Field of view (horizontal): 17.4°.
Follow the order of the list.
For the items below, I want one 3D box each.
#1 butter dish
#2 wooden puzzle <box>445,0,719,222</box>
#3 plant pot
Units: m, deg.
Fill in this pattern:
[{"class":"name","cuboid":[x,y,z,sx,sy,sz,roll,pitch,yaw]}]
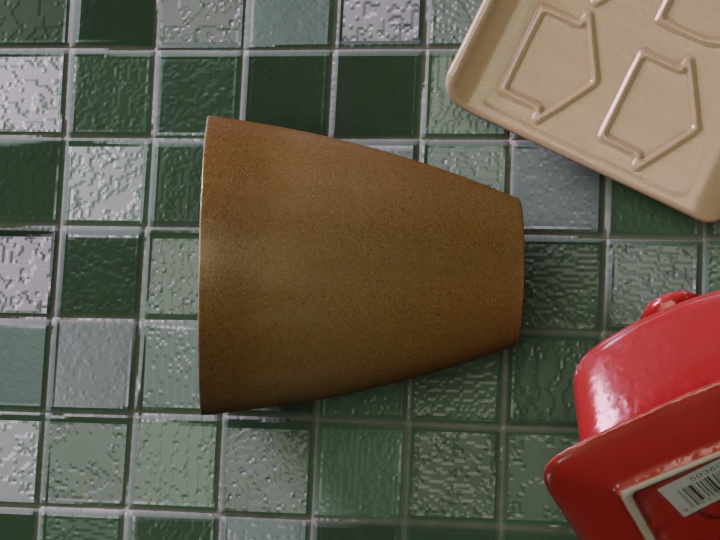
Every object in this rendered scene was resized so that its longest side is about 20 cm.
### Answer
[{"class":"butter dish","cuboid":[0.207,0.078,1.418,0.199,0.200,0.148,-23,54,9]},{"class":"wooden puzzle","cuboid":[0.180,-0.150,1.512,0.199,0.046,0.186,26,89,11]},{"class":"plant pot","cuboid":[0.000,0.000,1.472,0.199,0.186,0.187,2,82,-1]}]
